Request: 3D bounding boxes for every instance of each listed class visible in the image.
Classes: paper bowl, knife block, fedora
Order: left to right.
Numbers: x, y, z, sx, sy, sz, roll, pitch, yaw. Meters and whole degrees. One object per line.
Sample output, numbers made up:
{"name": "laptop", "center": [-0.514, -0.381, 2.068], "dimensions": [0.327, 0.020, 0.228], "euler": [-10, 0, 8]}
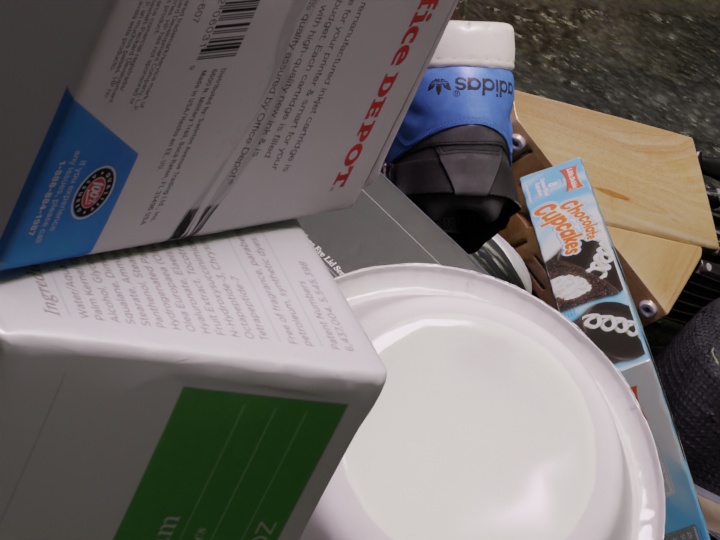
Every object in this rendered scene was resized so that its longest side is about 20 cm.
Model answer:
{"name": "paper bowl", "center": [0.031, 0.092, 1.226], "dimensions": [0.199, 0.104, 0.202], "euler": [6, 65, -13]}
{"name": "knife block", "center": [0.146, -0.047, 1.609], "dimensions": [0.200, 0.064, 0.176], "euler": [50, 40, -14]}
{"name": "fedora", "center": [0.210, 0.071, 1.536], "dimensions": [0.200, 0.092, 0.201], "euler": [22, 28, -12]}

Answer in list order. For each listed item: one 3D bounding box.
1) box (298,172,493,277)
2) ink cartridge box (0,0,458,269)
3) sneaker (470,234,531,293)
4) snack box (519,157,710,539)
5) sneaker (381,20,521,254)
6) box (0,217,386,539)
{"name": "box", "center": [-0.055, -0.003, 1.381], "dimensions": [0.141, 0.079, 0.200], "euler": [-31, 58, -25]}
{"name": "ink cartridge box", "center": [-0.061, -0.092, 1.067], "dimensions": [0.084, 0.146, 0.199], "euler": [41, 30, 26]}
{"name": "sneaker", "center": [0.000, 0.000, 1.482], "dimensions": [0.199, 0.076, 0.114], "euler": [24, 25, -13]}
{"name": "snack box", "center": [0.122, 0.043, 1.406], "dimensions": [0.037, 0.117, 0.200], "euler": [-18, 30, 4]}
{"name": "sneaker", "center": [0.031, -0.063, 1.479], "dimensions": [0.076, 0.112, 0.200], "euler": [1, 0, -15]}
{"name": "box", "center": [-0.129, 0.048, 1.143], "dimensions": [0.170, 0.200, 0.200], "euler": [9, 32, -32]}
